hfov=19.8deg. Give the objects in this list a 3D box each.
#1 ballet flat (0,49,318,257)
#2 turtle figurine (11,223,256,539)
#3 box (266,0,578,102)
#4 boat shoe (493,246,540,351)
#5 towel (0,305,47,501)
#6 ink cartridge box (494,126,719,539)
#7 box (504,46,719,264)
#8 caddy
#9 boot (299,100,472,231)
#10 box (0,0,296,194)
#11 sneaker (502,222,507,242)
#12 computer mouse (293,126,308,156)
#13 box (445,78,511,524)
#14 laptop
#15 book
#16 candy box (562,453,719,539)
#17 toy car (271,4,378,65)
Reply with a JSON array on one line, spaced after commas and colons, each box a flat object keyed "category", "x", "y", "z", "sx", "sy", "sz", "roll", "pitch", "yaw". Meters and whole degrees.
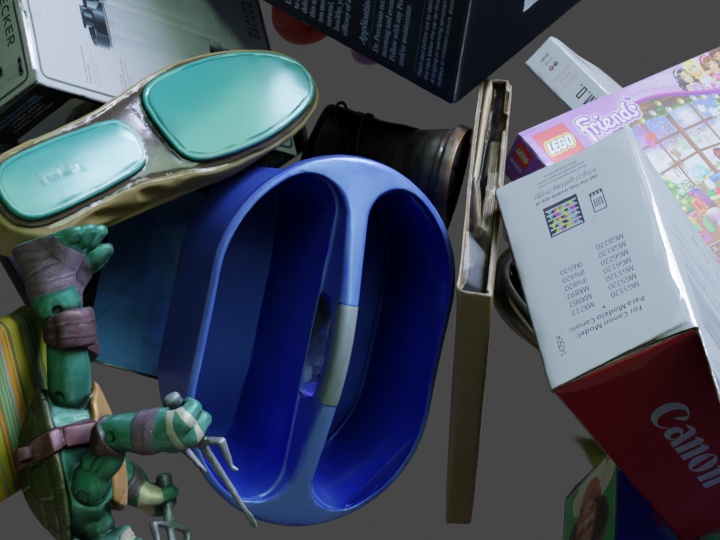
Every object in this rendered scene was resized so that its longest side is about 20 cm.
[{"category": "ballet flat", "x": -0.115, "y": -0.062, "z": 1.091, "sx": 0.199, "sy": 0.063, "sz": 0.069, "roll": -23, "pitch": 73, "yaw": -26}, {"category": "turtle figurine", "x": -0.126, "y": 0.084, "z": 1.039, "sx": 0.100, "sy": 0.150, "sz": 0.201, "roll": -13, "pitch": 82, "yaw": -24}, {"category": "box", "x": 0.037, "y": -0.226, "z": 1.172, "sx": 0.196, "sy": 0.124, "sz": 0.200, "roll": 32, "pitch": 48, "yaw": 21}, {"category": "boat shoe", "x": 0.159, "y": 0.054, "z": 1.262, "sx": 0.199, "sy": 0.075, "sz": 0.073, "roll": 33, "pitch": 2, "yaw": 12}, {"category": "towel", "x": -0.209, "y": 0.084, "z": 1.021, "sx": 0.200, "sy": 0.018, "sz": 0.087, "roll": -31, "pitch": 111, "yaw": -61}, {"category": "ink cartridge box", "x": 0.162, "y": 0.057, "z": 1.088, "sx": 0.200, "sy": 0.083, "sz": 0.176, "roll": 47, "pitch": 24, "yaw": -48}, {"category": "box", "x": 0.204, "y": -0.056, "z": 1.275, "sx": 0.199, "sy": 0.039, "sz": 0.137, "roll": -25, "pitch": 65, "yaw": -31}, {"category": "caddy", "x": -0.028, "y": 0.035, "z": 1.110, "sx": 0.140, "sy": 0.202, "sz": 0.105, "roll": 8, "pitch": 8, "yaw": -23}, {"category": "boot", "x": 0.010, "y": -0.057, "z": 1.213, "sx": 0.096, "sy": 0.200, "sz": 0.075, "roll": 16, "pitch": 84, "yaw": -1}, {"category": "box", "x": -0.134, "y": -0.119, "z": 1.162, "sx": 0.199, "sy": 0.060, "sz": 0.117, "roll": 12, "pitch": 55, "yaw": -48}, {"category": "sneaker", "x": 0.184, "y": 0.008, "z": 1.321, "sx": 0.200, "sy": 0.089, "sz": 0.074, "roll": 42, "pitch": 44, "yaw": 8}, {"category": "computer mouse", "x": -0.111, "y": -0.139, "z": 1.316, "sx": 0.200, "sy": 0.034, "sz": 0.059, "roll": 37, "pitch": 25, "yaw": 7}, {"category": "box", "x": 0.065, "y": 0.020, "z": 1.171, "sx": 0.021, "sy": 0.201, "sz": 0.164, "roll": 6, "pitch": 48, "yaw": 3}, {"category": "laptop", "x": -0.120, "y": -0.047, "z": 1.187, "sx": 0.115, "sy": 0.201, "sz": 0.188, "roll": -8, "pitch": 46, "yaw": 14}, {"category": "book", "x": 0.203, "y": -0.070, "z": 1.378, "sx": 0.200, "sy": 0.048, "sz": 0.133, "roll": 47, "pitch": 11, "yaw": 17}, {"category": "candy box", "x": 0.199, "y": 0.215, "z": 1.158, "sx": 0.168, "sy": 0.077, "sz": 0.201, "roll": 20, "pitch": 44, "yaw": -12}, {"category": "toy car", "x": 0.005, "y": -0.205, "z": 1.362, "sx": 0.199, "sy": 0.150, "sz": 0.176, "roll": 11, "pitch": 45, "yaw": -14}]
